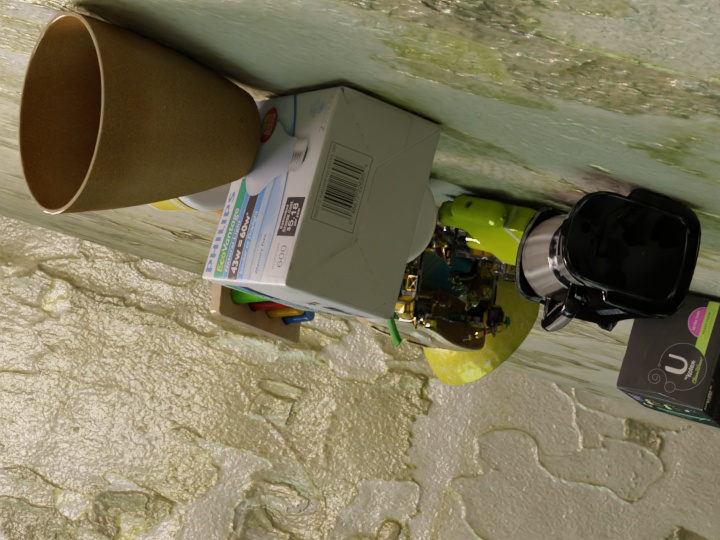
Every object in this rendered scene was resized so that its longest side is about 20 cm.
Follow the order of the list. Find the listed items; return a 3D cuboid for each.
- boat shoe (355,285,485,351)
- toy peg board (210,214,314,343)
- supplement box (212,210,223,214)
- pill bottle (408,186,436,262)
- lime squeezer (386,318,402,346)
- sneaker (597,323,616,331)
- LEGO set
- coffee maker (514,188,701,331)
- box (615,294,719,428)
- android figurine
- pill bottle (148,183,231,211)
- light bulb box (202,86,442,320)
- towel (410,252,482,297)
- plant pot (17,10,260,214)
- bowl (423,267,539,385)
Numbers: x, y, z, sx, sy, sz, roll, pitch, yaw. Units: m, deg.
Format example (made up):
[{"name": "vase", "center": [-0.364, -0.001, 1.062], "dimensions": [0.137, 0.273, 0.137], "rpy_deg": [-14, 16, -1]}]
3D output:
[{"name": "boat shoe", "center": [0.078, 0.066, 1.803], "dimensions": [0.199, 0.074, 0.069], "rpy_deg": [23, 147, -30]}, {"name": "toy peg board", "center": [-0.116, -0.012, 1.998], "dimensions": [0.097, 0.202, 0.199], "rpy_deg": [-6, 161, 33]}, {"name": "supplement box", "center": [-0.163, -0.114, 1.773], "dimensions": [0.066, 0.069, 0.200], "rpy_deg": [15, 171, -7]}, {"name": "pill bottle", "center": [0.002, -0.060, 1.587], "dimensions": [0.119, 0.121, 0.200], "rpy_deg": [18, 173, -16]}, {"name": "lime squeezer", "center": [0.000, 0.000, 1.713], "dimensions": [0.200, 0.038, 0.071], "rpy_deg": [46, 143, 11]}, {"name": "sneaker", "center": [0.273, 0.015, 1.711], "dimensions": [0.199, 0.080, 0.075], "rpy_deg": [23, 172, -31]}, {"name": "LEGO set", "center": [0.145, 0.015, 1.726], "dimensions": [0.199, 0.155, 0.115], "rpy_deg": [18, 174, -38]}, {"name": "coffee maker", "center": [0.274, -0.014, 1.384], "dimensions": [0.190, 0.136, 0.200], "rpy_deg": [-6, 177, -9]}, {"name": "box", "center": [0.443, 0.120, 1.829], "dimensions": [0.123, 0.150, 0.200], "rpy_deg": [14, 172, 26]}, {"name": "android figurine", "center": [0.186, -0.035, 1.570], "dimensions": [0.199, 0.041, 0.182], "rpy_deg": [19, 166, 45]}, {"name": "pill bottle", "center": [-0.215, -0.126, 1.612], "dimensions": [0.111, 0.112, 0.199], "rpy_deg": [20, 171, -28]}, {"name": "light bulb box", "center": [-0.042, -0.064, 1.329], "dimensions": [0.124, 0.200, 0.199], "rpy_deg": [19, 172, -29]}, {"name": "towel", "center": [0.052, 0.007, 1.794], "dimensions": [0.199, 0.147, 0.022], "rpy_deg": [28, -152, -37]}, {"name": "plant pot", "center": [-0.204, -0.140, 1.306], "dimensions": [0.199, 0.188, 0.186], "rpy_deg": [4, -178, -38]}, {"name": "bowl", "center": [0.157, 0.060, 1.999], "dimensions": [0.108, 0.201, 0.200], "rpy_deg": [45, 162, -22]}]
